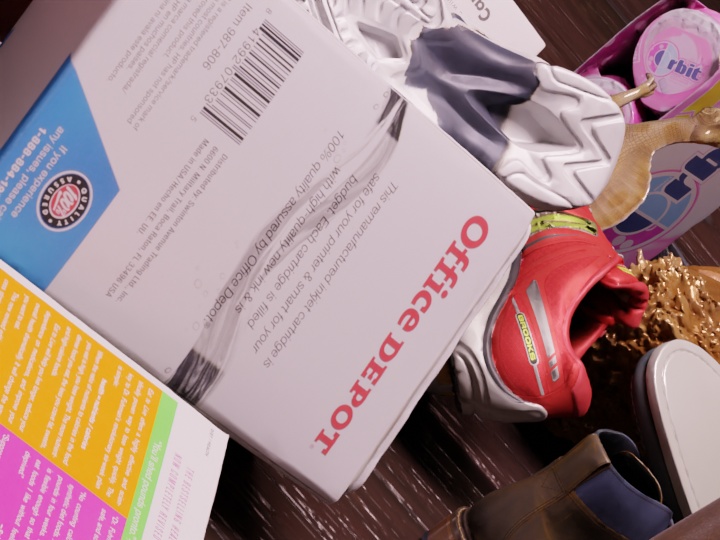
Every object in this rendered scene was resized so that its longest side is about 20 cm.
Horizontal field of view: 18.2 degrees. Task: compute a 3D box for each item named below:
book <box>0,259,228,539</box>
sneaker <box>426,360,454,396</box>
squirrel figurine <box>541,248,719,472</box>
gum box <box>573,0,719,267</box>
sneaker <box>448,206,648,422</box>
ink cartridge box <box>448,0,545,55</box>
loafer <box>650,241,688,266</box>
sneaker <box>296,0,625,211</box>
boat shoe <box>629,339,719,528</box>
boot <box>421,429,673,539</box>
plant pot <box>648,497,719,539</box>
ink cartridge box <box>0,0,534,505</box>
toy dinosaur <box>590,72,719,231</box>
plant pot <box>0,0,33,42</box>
[{"bbox_3d":[-0.138,0.046,0.742,0.200,0.048,0.134,42,25,-19],"label":"book"},{"bbox_3d":[0.000,0.000,1.058,0.200,0.087,0.076,57,38,-60],"label":"sneaker"},{"bbox_3d":[0.190,0.070,1.172,0.199,0.142,0.186,16,3,-30],"label":"squirrel figurine"},{"bbox_3d":[0.153,-0.065,1.296,0.113,0.200,0.066,25,32,-51],"label":"gum box"},{"bbox_3d":[0.101,0.001,1.097,0.077,0.084,0.201,84,19,-46],"label":"sneaker"},{"bbox_3d":[0.024,-0.151,1.240,0.117,0.068,0.200,48,-7,-28],"label":"ink cartridge box"},{"bbox_3d":[0.147,-0.027,1.412,0.200,0.072,0.063,45,17,-6],"label":"loafer"},{"bbox_3d":[0.013,-0.092,1.007,0.198,0.080,0.130,23,-5,-16],"label":"sneaker"},{"bbox_3d":[0.167,0.122,1.093,0.073,0.062,0.201,-48,120,-38],"label":"boat shoe"},{"bbox_3d":[0.123,0.135,1.049,0.200,0.097,0.075,24,32,-50],"label":"boot"},{"bbox_3d":[0.122,0.185,0.824,0.200,0.198,0.201,41,23,-22],"label":"plant pot"},{"bbox_3d":[-0.052,-0.025,0.871,0.200,0.145,0.084,39,-7,-28],"label":"ink cartridge box"},{"bbox_3d":[0.110,-0.046,1.194,0.058,0.200,0.101,46,9,-39],"label":"toy dinosaur"},{"bbox_3d":[-0.175,-0.187,0.871,0.201,0.200,0.195,60,15,24],"label":"plant pot"}]
